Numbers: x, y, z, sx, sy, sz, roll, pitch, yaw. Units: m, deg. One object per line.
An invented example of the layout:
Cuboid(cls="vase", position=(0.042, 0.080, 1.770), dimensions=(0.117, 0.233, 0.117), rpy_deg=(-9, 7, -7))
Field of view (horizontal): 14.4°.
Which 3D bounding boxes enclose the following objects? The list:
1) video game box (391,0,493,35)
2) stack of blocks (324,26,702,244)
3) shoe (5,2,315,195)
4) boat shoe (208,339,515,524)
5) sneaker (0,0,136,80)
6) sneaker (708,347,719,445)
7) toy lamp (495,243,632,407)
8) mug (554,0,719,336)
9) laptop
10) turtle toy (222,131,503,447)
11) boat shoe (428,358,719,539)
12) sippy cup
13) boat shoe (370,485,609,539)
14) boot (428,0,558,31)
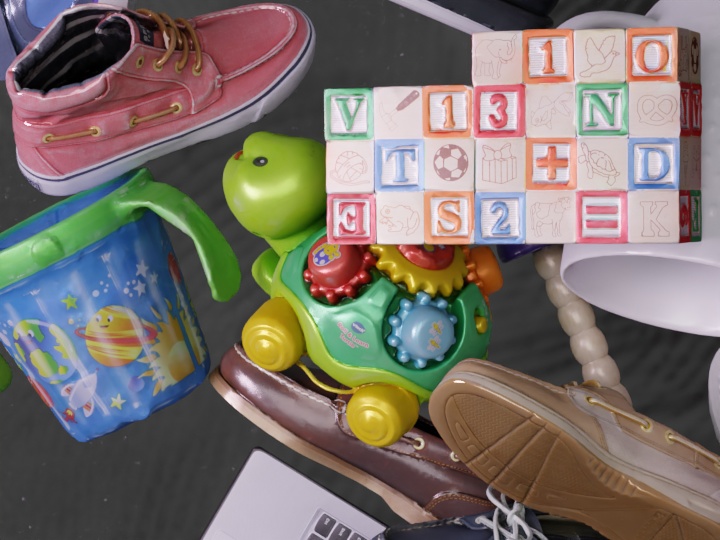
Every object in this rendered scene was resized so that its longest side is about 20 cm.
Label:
Cuboid(cls="video game box", position=(0.031, -0.253, 1.696), dimensions=(0.199, 0.047, 0.183), rpy_deg=(22, 95, -11))
Cuboid(cls="stack of blocks", position=(0.083, -0.072, 1.555), dimensions=(0.199, 0.059, 0.116), rpy_deg=(-1, 91, 19))
Cuboid(cls="shoe", position=(-0.116, -0.122, 1.685), dimensions=(0.200, 0.091, 0.072), rpy_deg=(-27, 58, -15))
Cuboid(cls="boat shoe", position=(0.008, 0.092, 1.713), dimensions=(0.200, 0.070, 0.070), rpy_deg=(31, 106, -4))
Cuboid(cls="sneaker", position=(-0.200, -0.210, 1.707), dimensions=(0.146, 0.081, 0.201), rpy_deg=(13, 116, 0))
Cuboid(cls="sneaker", position=(0.269, 0.131, 1.687), dimensions=(0.078, 0.079, 0.200), rpy_deg=(-28, 67, 2))
Cuboid(cls="toy lamp", position=(0.130, 0.033, 1.707), dimensions=(0.058, 0.058, 0.201), rpy_deg=(-22, 88, 6))
Cuboid(cls="mug", position=(0.181, -0.075, 1.637), dimensions=(0.200, 0.148, 0.176), rpy_deg=(20, 72, -27))
Cuboid(cls="laptop", position=(-0.034, 0.241, 1.690), dimensions=(0.200, 0.116, 0.188), rpy_deg=(31, 98, 5))
Cuboid(cls="turtle toy", position=(0.000, 0.000, 1.666), dimensions=(0.200, 0.146, 0.101), rpy_deg=(36, 129, 5))
Cuboid(cls="boat shoe", position=(0.131, 0.101, 1.643), dimensions=(0.200, 0.069, 0.074), rpy_deg=(31, 136, -13))
Cuboid(cls="sippy cup", position=(-0.157, 0.026, 1.708), dimensions=(0.139, 0.178, 0.131), rpy_deg=(-31, 99, -22))
Cuboid(cls="boat shoe", position=(0.094, 0.163, 1.660), dimensions=(0.199, 0.075, 0.062), rpy_deg=(9, 121, -26))
Cuboid(cls="boot", position=(0.056, -0.239, 1.638), dimensions=(0.200, 0.076, 0.169), rpy_deg=(22, 97, -18))
